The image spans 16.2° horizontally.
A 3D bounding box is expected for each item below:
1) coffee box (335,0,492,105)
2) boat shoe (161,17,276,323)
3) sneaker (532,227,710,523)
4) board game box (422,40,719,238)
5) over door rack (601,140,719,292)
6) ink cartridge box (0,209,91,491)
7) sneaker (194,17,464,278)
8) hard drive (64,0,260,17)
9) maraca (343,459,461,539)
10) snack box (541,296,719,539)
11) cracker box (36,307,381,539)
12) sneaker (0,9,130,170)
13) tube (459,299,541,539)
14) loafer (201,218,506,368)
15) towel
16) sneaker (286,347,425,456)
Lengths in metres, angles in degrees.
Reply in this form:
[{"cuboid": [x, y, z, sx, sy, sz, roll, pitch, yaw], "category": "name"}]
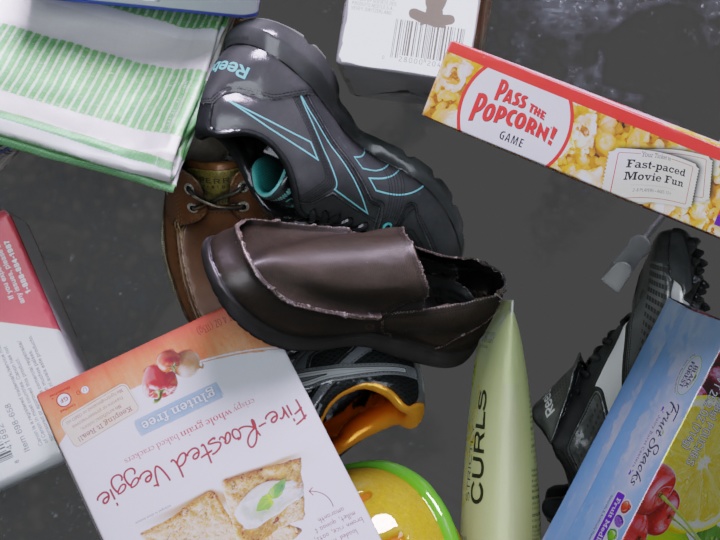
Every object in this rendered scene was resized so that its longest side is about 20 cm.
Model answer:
[{"cuboid": [0.042, -0.201, 1.456, 0.079, 0.114, 0.201, 9, 85, 4], "category": "coffee box"}, {"cuboid": [-0.086, -0.051, 1.471, 0.072, 0.068, 0.201, -6, 86, 1], "category": "boat shoe"}, {"cuboid": [0.144, 0.070, 1.441, 0.090, 0.066, 0.201, 11, 108, 11], "category": "sneaker"}, {"cuboid": [0.152, -0.061, 1.378, 0.200, 0.151, 0.046, 23, 96, 22], "category": "board game box"}, {"cuboid": [0.256, -0.030, 1.469, 0.148, 0.067, 0.200, 39, 102, 4], "category": "over door rack"}, {"cuboid": [-0.260, 0.072, 1.460, 0.200, 0.084, 0.145, -24, 86, -1], "category": "ink cartridge box"}, {"cuboid": [-0.021, -0.051, 1.435, 0.200, 0.075, 0.079, 44, 59, -26], "category": "sneaker"}, {"cuboid": [-0.111, -0.230, 1.452, 0.132, 0.025, 0.200, 6, 52, 2], "category": "hard drive"}, {"cuboid": [0.004, 0.207, 1.425, 0.137, 0.107, 0.201, -12, 75, 39], "category": "maraca"}, {"cuboid": [0.216, 0.132, 1.399, 0.200, 0.068, 0.169, 27, 90, -34], "category": "snack box"}, {"cuboid": [-0.072, 0.130, 1.364, 0.134, 0.058, 0.200, -26, 70, -8], "category": "cracker box"}, {"cuboid": [-0.210, -0.103, 1.470, 0.200, 0.085, 0.077, -29, 86, 0], "category": "sneaker"}, {"cuboid": [0.079, 0.116, 1.459, 0.058, 0.052, 0.201, 1, 91, 41], "category": "tube"}, {"cuboid": [0.000, 0.000, 1.393, 0.071, 0.200, 0.073, -46, 52, 32], "category": "loafer"}, {"cuboid": [-0.145, -0.146, 1.429, 0.152, 0.023, 0.200, 14, 60, 4], "category": "towel"}, {"cuboid": [-0.054, 0.087, 1.445, 0.200, 0.078, 0.077, -28, 52, 0], "category": "sneaker"}]
